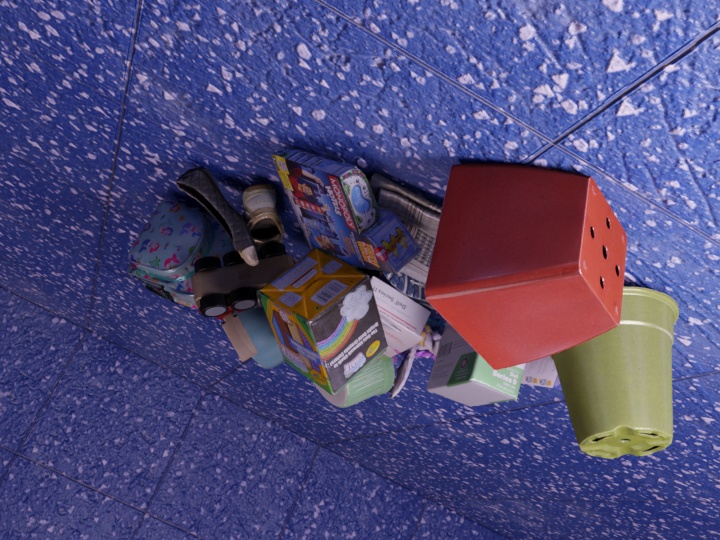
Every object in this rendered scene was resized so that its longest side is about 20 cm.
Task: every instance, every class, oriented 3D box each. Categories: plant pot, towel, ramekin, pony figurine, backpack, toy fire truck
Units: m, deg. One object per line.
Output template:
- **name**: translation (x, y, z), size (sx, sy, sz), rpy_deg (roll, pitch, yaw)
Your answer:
- **plant pot**: translation (0.217, -0.011, 1.037), size (0.176, 0.200, 0.200), rpy_deg (-7, 144, 35)
- **towel**: translation (0.079, -0.045, 1.255), size (0.200, 0.035, 0.193), rpy_deg (29, 154, 4)
- **ramekin**: translation (-0.034, 0.158, 1.583), size (0.200, 0.098, 0.200), rpy_deg (43, 146, 38)
- **pony figurine**: translation (0.091, 0.132, 1.583), size (0.200, 0.167, 0.193), rpy_deg (40, 151, 2)
- **backpack**: translation (-0.314, -0.027, 1.566), size (0.200, 0.178, 0.151), rpy_deg (23, 163, 21)
- **toy fire truck**: translation (-0.192, 0.062, 1.492), size (0.176, 0.129, 0.200), rpy_deg (-13, 156, -5)
- **plant pot**: translation (-0.156, 0.077, 1.673), size (0.135, 0.200, 0.200), rpy_deg (-23, 141, 13)
- **plant pot**: translation (0.352, 0.152, 1.171), size (0.199, 0.190, 0.200), rpy_deg (1, 150, 1)

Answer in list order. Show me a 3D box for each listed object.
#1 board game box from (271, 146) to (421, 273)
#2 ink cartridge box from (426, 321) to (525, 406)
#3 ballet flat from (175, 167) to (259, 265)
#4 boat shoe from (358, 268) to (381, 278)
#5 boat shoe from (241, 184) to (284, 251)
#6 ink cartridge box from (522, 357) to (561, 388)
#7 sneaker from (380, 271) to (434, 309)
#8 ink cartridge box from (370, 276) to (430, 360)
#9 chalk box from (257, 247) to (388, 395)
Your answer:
- **board game box**: translation (-0.014, -0.080, 1.210), size (0.200, 0.062, 0.200), rpy_deg (23, 145, 41)
- **ink cartridge box**: translation (0.191, 0.095, 1.278), size (0.087, 0.200, 0.145), rpy_deg (22, 159, -15)
- **ballet flat**: translation (-0.231, -0.084, 1.394), size (0.200, 0.057, 0.066), rpy_deg (53, 158, 13)
- **boat shoe**: translation (0.000, 0.000, 1.440), size (0.070, 0.070, 0.200), rpy_deg (18, 158, 27)
- **boat shoe**: translation (-0.164, -0.072, 1.427), size (0.073, 0.063, 0.201), rpy_deg (-8, 157, -11)
- **ink cartridge box**: translation (0.269, 0.147, 1.431), size (0.199, 0.042, 0.119), rpy_deg (10, 145, 8)
- **sneaker**: translation (0.106, 0.028, 1.392), size (0.200, 0.077, 0.085), rpy_deg (30, 162, -13)
- **ink cartridge box**: translation (0.036, 0.078, 1.389), size (0.117, 0.067, 0.200), rpy_deg (32, 158, -8)
- **chalk box**: translation (-0.049, 0.091, 1.280), size (0.124, 0.125, 0.200), rpy_deg (29, 145, 40)
